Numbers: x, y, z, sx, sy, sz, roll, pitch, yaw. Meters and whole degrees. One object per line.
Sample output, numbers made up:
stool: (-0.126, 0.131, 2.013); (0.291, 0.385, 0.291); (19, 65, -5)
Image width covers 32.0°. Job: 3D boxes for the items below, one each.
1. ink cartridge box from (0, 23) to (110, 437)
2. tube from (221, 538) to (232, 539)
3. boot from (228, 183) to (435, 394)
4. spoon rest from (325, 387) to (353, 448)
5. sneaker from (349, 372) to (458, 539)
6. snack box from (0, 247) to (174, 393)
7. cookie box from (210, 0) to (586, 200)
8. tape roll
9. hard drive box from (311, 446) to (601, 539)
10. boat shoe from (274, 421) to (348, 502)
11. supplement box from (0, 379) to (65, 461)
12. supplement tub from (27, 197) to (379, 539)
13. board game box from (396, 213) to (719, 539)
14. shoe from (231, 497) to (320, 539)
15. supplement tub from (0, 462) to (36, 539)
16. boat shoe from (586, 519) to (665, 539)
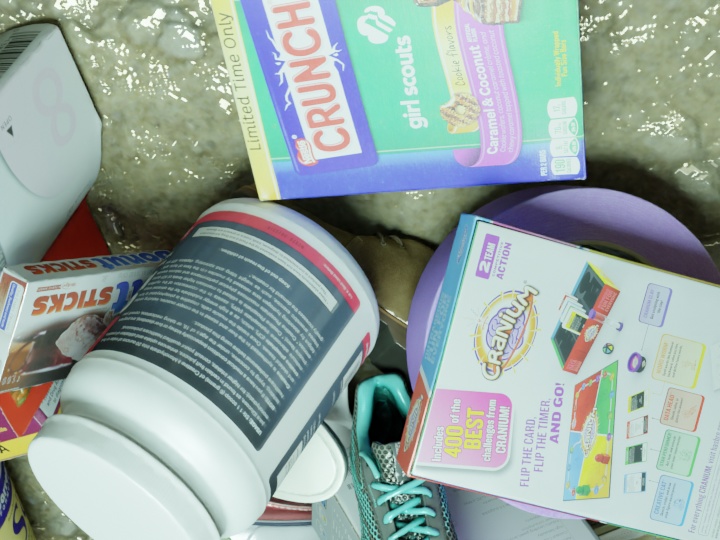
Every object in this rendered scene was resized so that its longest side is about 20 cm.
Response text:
ink cartridge box: (-0.201, -0.023, 0.776); (0.056, 0.163, 0.201); (-3, 130, 25)
tube: (-0.160, 0.136, 0.851); (0.058, 0.199, 0.052); (-33, 130, -21)
boot: (0.000, 0.000, 0.841); (0.199, 0.076, 0.074); (40, 154, -10)
spoon rest: (-0.024, 0.110, 0.933); (0.098, 0.061, 0.202); (4, 130, 4)
sneaker: (0.025, 0.150, 0.799); (0.077, 0.201, 0.092); (-14, 135, -3)
snack box: (-0.157, 0.026, 0.794); (0.024, 0.199, 0.073); (27, 107, 24)
cookie box: (0.025, -0.133, 0.711); (0.197, 0.076, 0.173); (-3, 131, 11)
tape roll: (0.130, 0.049, 0.787); (0.197, 0.066, 0.203); (-1, 95, -7)
hard drive box: (0.075, 0.203, 0.874); (0.154, 0.201, 0.077); (-16, 135, -21)
boat shoe: (-0.083, 0.099, 0.885); (0.198, 0.062, 0.074); (23, 98, 26)
supplement box: (-0.274, 0.017, 0.840); (0.102, 0.132, 0.201); (-15, 126, 21)
supplement tub: (-0.090, 0.068, 0.754); (0.139, 0.201, 0.141); (24, 145, 18)
board game box: (0.136, 0.066, 0.736); (0.197, 0.040, 0.155); (15, 92, -9)
shoe: (-0.117, 0.152, 0.951); (0.197, 0.092, 0.071); (9, 175, -4)
supplement tub: (-0.344, 0.201, 0.996); (0.143, 0.146, 0.202); (-1, 130, 8)
boat shoe: (0.178, 0.198, 0.969); (0.198, 0.075, 0.069); (-21, 126, 18)
